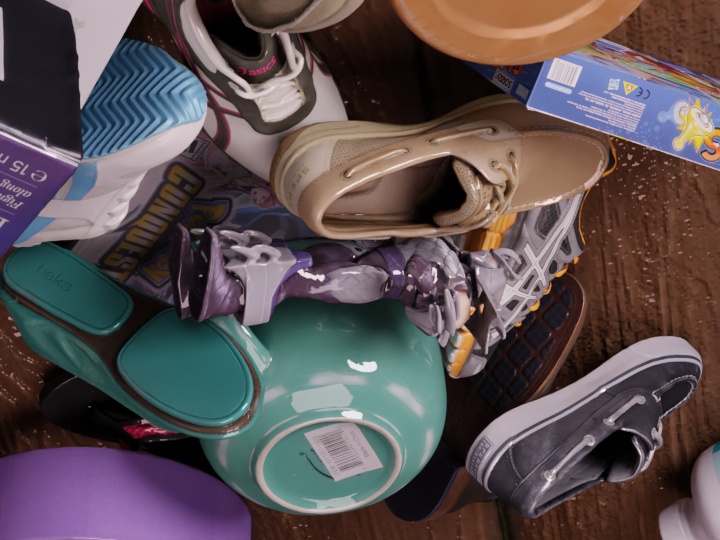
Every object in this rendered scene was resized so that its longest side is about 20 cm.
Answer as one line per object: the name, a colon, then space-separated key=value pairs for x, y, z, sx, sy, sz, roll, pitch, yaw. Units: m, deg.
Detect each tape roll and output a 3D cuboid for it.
tape roll: x=-0.172 y=0.189 z=1.392 sx=0.199 sy=0.066 sz=0.200 roll=1 pitch=148 yaw=1

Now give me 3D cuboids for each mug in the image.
mug: x=-0.039 y=0.071 z=1.263 sx=0.184 sy=0.115 sz=0.152 roll=11 pitch=132 yaw=-20

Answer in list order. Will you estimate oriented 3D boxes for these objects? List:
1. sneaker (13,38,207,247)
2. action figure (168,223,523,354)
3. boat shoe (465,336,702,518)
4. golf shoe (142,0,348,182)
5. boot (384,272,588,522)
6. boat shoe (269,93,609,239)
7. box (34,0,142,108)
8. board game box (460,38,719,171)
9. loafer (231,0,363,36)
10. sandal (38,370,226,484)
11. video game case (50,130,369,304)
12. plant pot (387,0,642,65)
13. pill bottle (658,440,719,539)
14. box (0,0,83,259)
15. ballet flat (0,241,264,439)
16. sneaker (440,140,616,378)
sneaker: x=-0.147 y=-0.066 z=1.153 sx=0.200 sy=0.077 sz=0.081 roll=-15 pitch=144 yaw=42
action figure: x=0.000 y=0.000 z=1.168 sx=0.199 sy=0.130 sz=0.070 roll=-2 pitch=110 yaw=-22
boat shoe: x=0.158 y=0.102 z=1.343 sx=0.200 sy=0.068 sz=0.072 roll=-20 pitch=140 yaw=-40
golf shoe: x=-0.059 y=-0.104 z=1.121 sx=0.077 sy=0.088 sz=0.200 roll=-34 pitch=127 yaw=0
boot: x=0.099 y=0.081 z=1.387 sx=0.097 sy=0.075 sz=0.200 roll=6 pitch=128 yaw=-52
boat shoe: x=0.053 y=-0.046 z=1.145 sx=0.199 sy=0.065 sz=0.071 roll=-9 pitch=125 yaw=-22
box: x=-0.233 y=-0.143 z=1.009 sx=0.199 sy=0.172 sz=0.199 roll=17 pitch=129 yaw=-25
board game box: x=0.154 y=-0.095 z=1.157 sx=0.199 sy=0.135 sz=0.035 roll=16 pitch=104 yaw=-23
loafer: x=-0.021 y=-0.163 z=0.957 sx=0.068 sy=0.076 sz=0.200 roll=-10 pitch=167 yaw=-29
sandal: x=-0.113 y=0.109 z=1.372 sx=0.200 sy=0.045 sz=0.075 roll=24 pitch=127 yaw=-30
video game case: x=-0.073 y=-0.022 z=1.264 sx=0.180 sy=0.026 sz=0.200 roll=22 pitch=127 yaw=-29
plant pot: x=0.068 y=-0.195 z=1.038 sx=0.199 sy=0.140 sz=0.200 roll=-5 pitch=136 yaw=-5
pill bottle: x=0.302 y=0.145 z=1.439 sx=0.200 sy=0.111 sz=0.111 roll=-35 pitch=130 yaw=22
box: x=-0.234 y=-0.044 z=0.911 sx=0.148 sy=0.105 sz=0.200 roll=23 pitch=126 yaw=-30
ballet flat: x=-0.123 y=0.049 z=1.201 sx=0.067 sy=0.200 sz=0.071 roll=-45 pitch=146 yaw=-23
sneaker: x=0.093 y=-0.010 z=1.273 sx=0.077 sy=0.078 sz=0.200 roll=2 pitch=133 yaw=-19
